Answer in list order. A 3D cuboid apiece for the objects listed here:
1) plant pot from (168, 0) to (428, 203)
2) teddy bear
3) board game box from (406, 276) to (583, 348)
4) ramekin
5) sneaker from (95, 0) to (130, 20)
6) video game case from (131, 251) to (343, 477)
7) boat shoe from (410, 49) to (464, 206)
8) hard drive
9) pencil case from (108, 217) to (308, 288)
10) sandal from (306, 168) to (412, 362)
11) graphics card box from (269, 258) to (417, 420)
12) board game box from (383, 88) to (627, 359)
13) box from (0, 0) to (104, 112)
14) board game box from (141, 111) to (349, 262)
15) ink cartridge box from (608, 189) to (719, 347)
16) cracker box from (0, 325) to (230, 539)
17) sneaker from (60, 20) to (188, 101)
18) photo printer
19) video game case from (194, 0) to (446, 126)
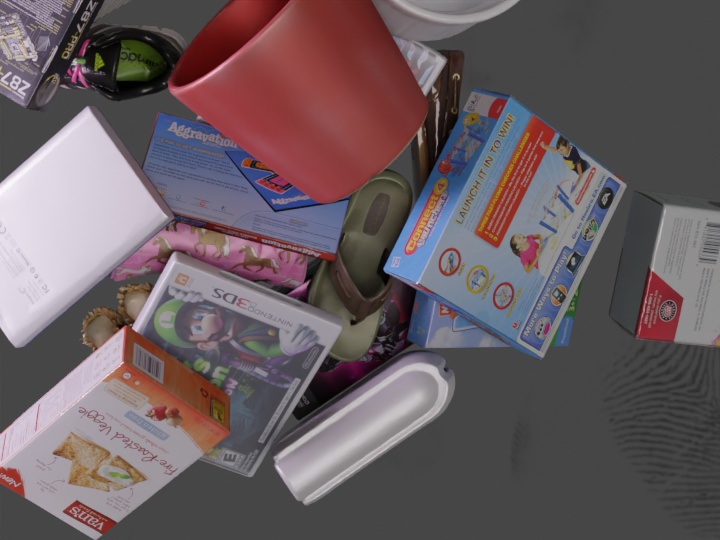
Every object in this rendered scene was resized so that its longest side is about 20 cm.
[{"bbox_3d":[-0.046,-0.172,1.557,0.200,0.200,0.177,-43,111,0],"label":"plant pot"},{"bbox_3d":[-0.183,0.084,1.690,0.199,0.067,0.145,26,116,-23],"label":"teddy bear"},{"bbox_3d":[0.146,0.003,1.738,0.199,0.037,0.152,1,106,-37],"label":"board game box"},{"bbox_3d":[0.065,-0.314,1.604,0.199,0.098,0.202,4,78,-19],"label":"ramekin"},{"bbox_3d":[-0.206,-0.321,1.582,0.200,0.073,0.115,-30,83,-23],"label":"sneaker"},{"bbox_3d":[-0.141,0.095,1.650,0.181,0.023,0.200,22,116,-20],"label":"video game case"},{"bbox_3d":[0.083,-0.120,1.707,0.070,0.070,0.201,-7,106,-6],"label":"boat shoe"},{"bbox_3d":[-0.286,-0.040,1.605,0.200,0.025,0.132,-39,81,15],"label":"hard drive"},{"bbox_3d":[-0.146,-0.025,1.662,0.199,0.087,0.083,3,119,-12],"label":"pencil case"},{"bbox_3d":[-0.001,-0.001,1.668,0.079,0.057,0.202,9,111,-16],"label":"sandal"},{"bbox_3d":[-0.018,0.045,1.738,0.199,0.051,0.126,-32,110,-3],"label":"graphics card box"},{"bbox_3d":[0.145,-0.043,1.661,0.195,0.056,0.201,31,84,-39],"label":"board game box"},{"bbox_3d":[-0.332,-0.260,1.528,0.199,0.049,0.162,30,95,12],"label":"box"},{"bbox_3d":[-0.110,-0.080,1.630,0.199,0.019,0.103,15,65,-2],"label":"board game box"},{"bbox_3d":[0.381,0.003,1.809,0.199,0.083,0.147,7,103,-16],"label":"ink cartridge box"},{"bbox_3d":[-0.238,0.158,1.626,0.134,0.058,0.200,37,118,-28],"label":"cracker box"},{"bbox_3d":[-0.254,-0.199,1.592,0.199,0.087,0.074,2,104,-14],"label":"sneaker"},{"bbox_3d":[0.006,0.150,1.714,0.200,0.166,0.070,-34,90,-3],"label":"photo printer"},{"bbox_3d":[-0.044,-0.167,1.657,0.182,0.023,0.201,30,102,-7],"label":"video game case"}]
